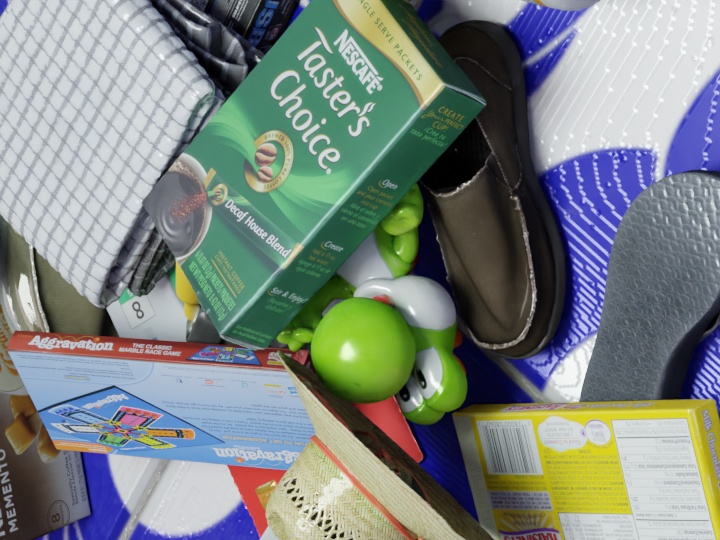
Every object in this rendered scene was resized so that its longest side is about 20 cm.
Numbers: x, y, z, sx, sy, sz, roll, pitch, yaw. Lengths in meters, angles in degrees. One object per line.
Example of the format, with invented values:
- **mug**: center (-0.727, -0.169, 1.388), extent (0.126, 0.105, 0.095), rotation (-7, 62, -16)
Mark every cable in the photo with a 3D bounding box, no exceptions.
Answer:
- **cable**: center (-0.091, 0.050, 1.606), extent (0.097, 0.050, 0.200), rotation (25, 142, -5)

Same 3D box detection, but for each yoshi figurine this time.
- **yoshi figurine**: center (-0.006, -0.002, 1.486), extent (0.112, 0.112, 0.200), rotation (101, 146, -69)

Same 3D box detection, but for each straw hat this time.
- **straw hat**: center (-0.007, 0.139, 1.469), extent (0.201, 0.201, 0.085), rotation (43, 91, 21)

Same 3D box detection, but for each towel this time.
- **towel**: center (-0.157, -0.101, 1.572), extent (0.166, 0.086, 0.200), rotation (46, 127, 21)

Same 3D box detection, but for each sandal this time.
- **sandal**: center (0.172, 0.020, 1.439), extent (0.076, 0.043, 0.200), rotation (44, 134, 28)

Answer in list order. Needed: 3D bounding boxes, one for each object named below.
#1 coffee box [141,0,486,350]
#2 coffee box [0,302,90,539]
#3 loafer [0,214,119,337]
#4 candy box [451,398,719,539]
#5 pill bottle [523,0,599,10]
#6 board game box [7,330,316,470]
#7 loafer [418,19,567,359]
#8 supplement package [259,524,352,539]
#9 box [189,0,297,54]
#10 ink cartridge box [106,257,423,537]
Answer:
- **coffee box**: center (-0.031, -0.067, 1.455), extent (0.200, 0.044, 0.123), rotation (-47, 52, 19)
- **coffee box**: center (-0.263, 0.086, 1.741), extent (0.080, 0.114, 0.200), rotation (-1, 101, 38)
- **loafer**: center (-0.200, -0.021, 1.687), extent (0.070, 0.075, 0.200), rotation (-14, 93, 43)
- **candy box**: center (0.136, 0.126, 1.472), extent (0.200, 0.026, 0.102), rotation (-4, 105, 51)
- **pill bottle**: center (0.081, -0.206, 1.398), extent (0.200, 0.109, 0.109), rotation (18, 113, 33)
- **board game box**: center (-0.115, 0.083, 1.598), extent (0.200, 0.019, 0.103), rotation (4, 138, 21)
- **loafer**: center (0.063, -0.042, 1.481), extent (0.073, 0.071, 0.200), rotation (-9, 97, 39)
- **supplement package**: center (0.025, 0.235, 1.552), extent (0.200, 0.110, 0.114), rotation (47, 135, 18)
- **box**: center (-0.119, -0.222, 1.588), extent (0.198, 0.050, 0.200), rotation (42, 125, 22)
- **ink cartridge box**: center (-0.068, 0.062, 1.627), extent (0.161, 0.050, 0.200), rotation (-30, 81, 39)
